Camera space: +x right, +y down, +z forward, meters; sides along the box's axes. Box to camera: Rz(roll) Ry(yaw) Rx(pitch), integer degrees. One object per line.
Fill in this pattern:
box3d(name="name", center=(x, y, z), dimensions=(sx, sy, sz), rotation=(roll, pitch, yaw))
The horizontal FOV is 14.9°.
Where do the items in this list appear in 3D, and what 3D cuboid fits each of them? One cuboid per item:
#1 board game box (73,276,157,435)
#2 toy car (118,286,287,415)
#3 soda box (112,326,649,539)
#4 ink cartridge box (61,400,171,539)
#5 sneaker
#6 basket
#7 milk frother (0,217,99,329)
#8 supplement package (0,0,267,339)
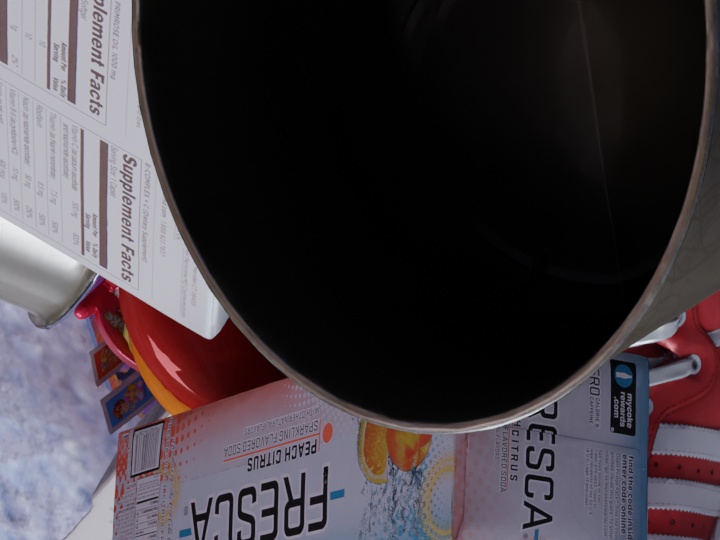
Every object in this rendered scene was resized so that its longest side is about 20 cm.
box3d(name="board game box", center=(-0.067, 0.009, 1.093), dimensions=(0.157, 0.039, 0.201), rotation=(6, 124, 33))
box3d(name="toy car", center=(0.000, 0.000, 0.928), dimensions=(0.200, 0.150, 0.176), rotation=(-22, 70, 44))
box3d(name="soda box", center=(-0.001, 0.067, 0.805), dimensions=(0.200, 0.068, 0.064), rotation=(-20, 64, 57))
box3d(name="ink cartridge box", center=(-0.021, 0.135, 1.120), dimensions=(0.200, 0.045, 0.176), rotation=(35, 135, -8))
box3d(name="sneaker", center=(0.071, 0.051, 0.816), dimensions=(0.071, 0.200, 0.113), rotation=(-3, 133, 42))
box3d(name="basket", center=(0.047, -0.049, 0.694), dimensions=(0.135, 0.200, 0.181), rotation=(-10, 83, 21))
box3d(name="milk frother", center=(-0.178, -0.100, 1.035), dimensions=(0.187, 0.201, 0.180), rotation=(24, 162, -22))
box3d(name="supplement package", center=(-0.030, -0.114, 0.811), dimensions=(0.111, 0.200, 0.156), rotation=(29, 148, 13))
